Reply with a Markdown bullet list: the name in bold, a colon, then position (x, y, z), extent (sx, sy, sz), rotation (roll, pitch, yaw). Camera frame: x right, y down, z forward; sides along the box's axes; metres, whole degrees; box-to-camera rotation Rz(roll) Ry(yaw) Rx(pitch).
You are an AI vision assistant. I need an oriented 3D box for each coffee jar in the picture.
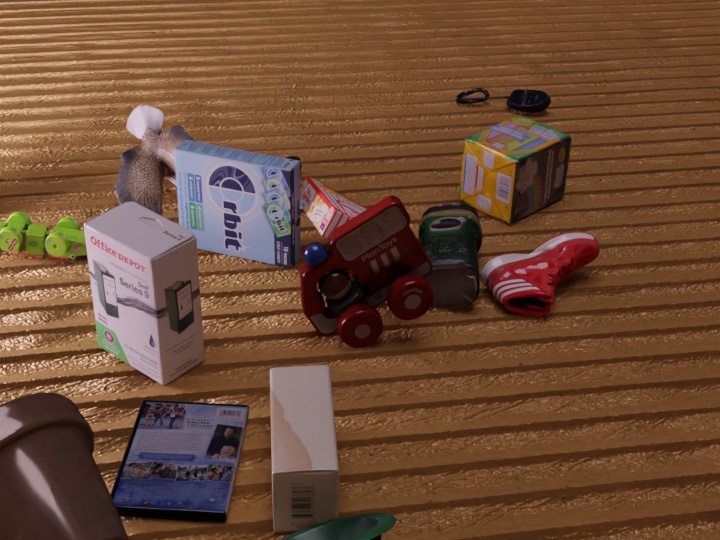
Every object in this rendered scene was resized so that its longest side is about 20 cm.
- **coffee jar**: position (0.136, -0.027, 1.768), extent (0.103, 0.086, 0.201), rotation (-4, 31, 11)

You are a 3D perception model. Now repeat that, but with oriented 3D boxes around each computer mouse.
- **computer mouse**: position (0.295, -0.348, 2.367), extent (0.197, 0.034, 0.059), rotation (6, 48, 17)

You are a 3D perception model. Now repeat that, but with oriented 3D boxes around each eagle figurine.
- **eagle figurine**: position (-0.338, -0.179, 1.964), extent (0.149, 0.153, 0.201), rotation (15, 22, -18)

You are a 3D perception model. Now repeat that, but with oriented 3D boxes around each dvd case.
- **dvd case**: position (-0.219, 0.229, 1.399), extent (0.140, 0.018, 0.201), rotation (2, 32, 2)

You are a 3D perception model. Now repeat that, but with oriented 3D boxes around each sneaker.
- **sneaker**: position (0.292, 0.017, 1.736), extent (0.197, 0.079, 0.116), rotation (-19, 43, -10)

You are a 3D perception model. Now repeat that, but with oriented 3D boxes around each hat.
- **hat**: position (-0.012, 0.363, 1.190), extent (0.164, 0.179, 0.200), rotation (-17, -2, -24)

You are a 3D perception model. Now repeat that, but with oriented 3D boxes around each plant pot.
- **plant pot**: position (-0.336, 0.258, 1.205), extent (0.199, 0.202, 0.174), rotation (-26, 57, -38)

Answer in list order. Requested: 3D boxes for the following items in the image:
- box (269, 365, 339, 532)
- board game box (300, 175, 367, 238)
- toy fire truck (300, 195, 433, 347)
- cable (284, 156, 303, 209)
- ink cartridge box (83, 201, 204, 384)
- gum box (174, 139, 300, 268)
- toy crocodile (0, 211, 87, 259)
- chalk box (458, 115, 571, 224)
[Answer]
- **box**: position (-0.069, 0.209, 1.367), extent (0.076, 0.096, 0.201), rotation (-2, 30, -4)
- **board game box**: position (-0.010, -0.069, 1.766), extent (0.150, 0.047, 0.200), rotation (27, 10, -23)
- **toy fire truck**: position (0.000, 0.000, 1.609), extent (0.198, 0.169, 0.113), rotation (-29, 37, 6)
- **cable**: position (-0.134, -0.148, 2.024), extent (0.096, 0.051, 0.200), rotation (-20, 21, -2)
- **ink cartridge box**: position (-0.292, 0.029, 1.547), extent (0.145, 0.203, 0.084), rotation (24, 38, 33)
- **gum box**: position (-0.192, -0.105, 1.802), extent (0.197, 0.172, 0.045), rotation (11, 32, 17)
- **toy crocodile**: position (-0.507, -0.047, 1.809), extent (0.197, 0.063, 0.068), rotation (6, 30, -2)
- **chalk box**: position (0.284, -0.186, 2.002), extent (0.123, 0.126, 0.199), rotation (28, 39, 36)
